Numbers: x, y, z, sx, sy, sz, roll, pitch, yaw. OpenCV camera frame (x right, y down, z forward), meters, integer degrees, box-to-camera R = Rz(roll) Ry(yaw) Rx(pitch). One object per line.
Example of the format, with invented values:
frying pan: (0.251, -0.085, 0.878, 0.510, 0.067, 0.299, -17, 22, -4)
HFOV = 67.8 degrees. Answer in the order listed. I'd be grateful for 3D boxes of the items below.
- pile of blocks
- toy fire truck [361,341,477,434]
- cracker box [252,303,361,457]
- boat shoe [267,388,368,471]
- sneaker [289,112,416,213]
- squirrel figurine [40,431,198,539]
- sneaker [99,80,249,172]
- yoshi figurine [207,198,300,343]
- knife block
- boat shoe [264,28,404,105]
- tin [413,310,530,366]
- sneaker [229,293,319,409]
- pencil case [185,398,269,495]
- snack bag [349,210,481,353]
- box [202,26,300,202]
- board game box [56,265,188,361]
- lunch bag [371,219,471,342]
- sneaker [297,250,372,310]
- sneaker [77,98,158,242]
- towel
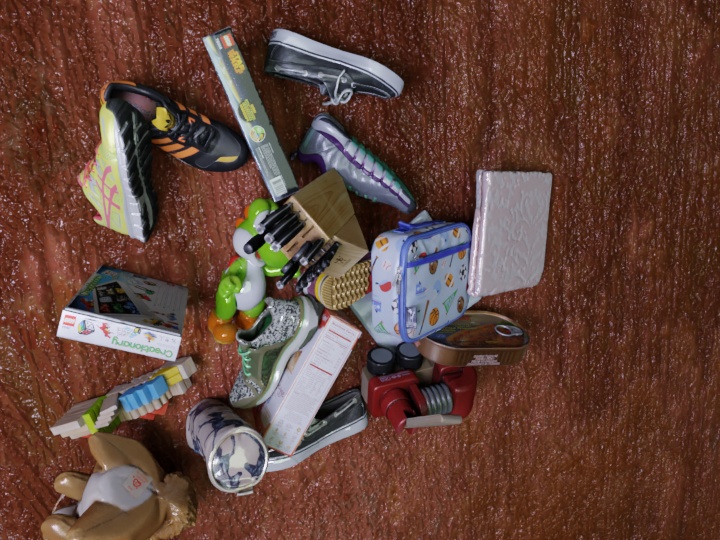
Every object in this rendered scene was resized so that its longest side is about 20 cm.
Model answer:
pile of blocks: (-0.319, 0.195, 0.752, 0.197, 0.082, 0.063, -25, 107, -11)
toy fire truck: (0.108, 0.189, 0.802, 0.172, 0.201, 0.131, -8, 122, -18)
cracker box: (-0.086, 0.144, 0.786, 0.057, 0.134, 0.203, 30, 91, -20)
boat shoe: (-0.083, 0.246, 0.845, 0.196, 0.070, 0.065, -21, 108, -20)
sneaker: (-0.008, -0.138, 0.798, 0.199, 0.075, 0.088, 40, 107, -14)
squirrel figurine: (-0.330, 0.340, 0.736, 0.198, 0.143, 0.187, 21, 123, -37)
sneaker: (-0.239, -0.182, 0.695, 0.197, 0.090, 0.071, 23, 94, -19)
yoshi figurine: (-0.139, 0.007, 0.738, 0.109, 0.113, 0.204, 16, 108, -8)
knife block: (-0.078, -0.065, 0.666, 0.064, 0.203, 0.174, -38, 142, 27)
boat shoe: (-0.036, -0.268, 0.748, 0.195, 0.073, 0.070, 15, 92, -19)
tin: (0.172, 0.105, 0.845, 0.195, 0.113, 0.043, 3, 120, -19)
sneaker: (-0.143, 0.106, 0.741, 0.088, 0.077, 0.202, 22, 111, -37)
pencil case: (-0.188, 0.239, 0.737, 0.076, 0.199, 0.092, -18, 97, -26)
snack bag: (0.080, 0.037, 0.875, 0.199, 0.021, 0.190, -39, 108, -3)
box: (-0.140, -0.196, 0.698, 0.039, 0.137, 0.204, -24, 108, -6)
board game box: (-0.284, 0.047, 0.670, 0.124, 0.200, 0.035, 17, 99, -19)
lunch bag: (0.091, 0.006, 0.774, 0.198, 0.074, 0.164, -17, 113, -50)
sneaker: (0.000, 0.000, 0.804, 0.197, 0.089, 0.077, -11, 110, -38)
sneaker: (-0.308, -0.118, 0.661, 0.088, 0.079, 0.202, 12, 133, -4)
towel: (0.241, -0.062, 0.859, 0.197, 0.032, 0.196, -7, 103, -43)
